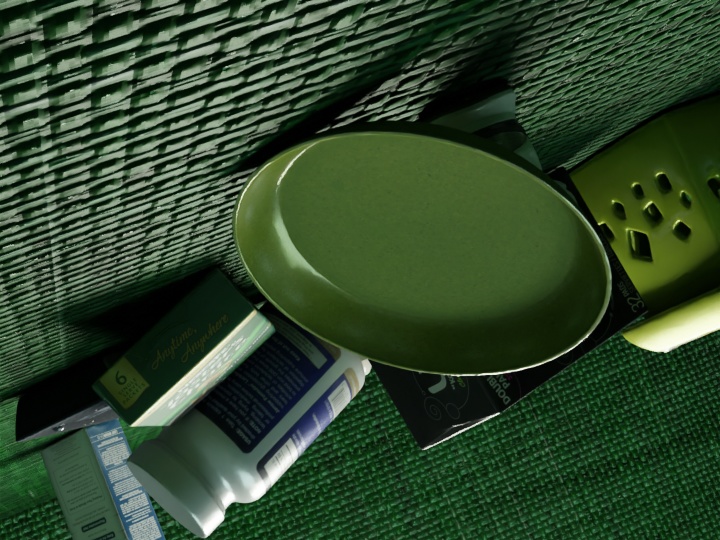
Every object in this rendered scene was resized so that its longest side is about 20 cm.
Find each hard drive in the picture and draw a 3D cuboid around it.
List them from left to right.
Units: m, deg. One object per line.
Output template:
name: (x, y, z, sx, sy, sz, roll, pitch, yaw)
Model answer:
hard drive: (-0.206, 0.101, 1.184, 0.134, 0.043, 0.200, -25, 172, 23)

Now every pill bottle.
pill bottle: (-0.099, 0.125, 1.146, 0.200, 0.116, 0.116, -45, -178, -22)

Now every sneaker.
sneaker: (0.080, -0.030, 0.793, 0.075, 0.116, 0.201, -23, 174, 3)

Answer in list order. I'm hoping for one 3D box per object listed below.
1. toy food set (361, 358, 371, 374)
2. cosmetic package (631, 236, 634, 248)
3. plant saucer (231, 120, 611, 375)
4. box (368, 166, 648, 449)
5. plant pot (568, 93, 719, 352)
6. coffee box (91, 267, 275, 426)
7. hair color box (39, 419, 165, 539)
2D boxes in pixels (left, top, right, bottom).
toy food set: (-0.053, 0.153, 2.010, 0.143, 0.061, 0.200, -20, 172, -26)
cosmetic package: (0.214, -0.022, 1.357, 0.199, 0.104, 0.073, -23, 174, 10)
plant saucer: (0.032, -0.013, 0.695, 0.198, 0.031, 0.201, 10, 144, 7)
box: (0.111, 0.030, 1.116, 0.199, 0.149, 0.124, -28, 175, -35)
plant pot: (0.316, -0.046, 1.177, 0.198, 0.183, 0.200, -19, 171, -27)
coffee box: (-0.126, 0.064, 0.998, 0.123, 0.044, 0.200, -43, 174, -5)
hair color box: (-0.316, 0.296, 1.660, 0.100, 0.201, 0.060, -27, 172, 36)
